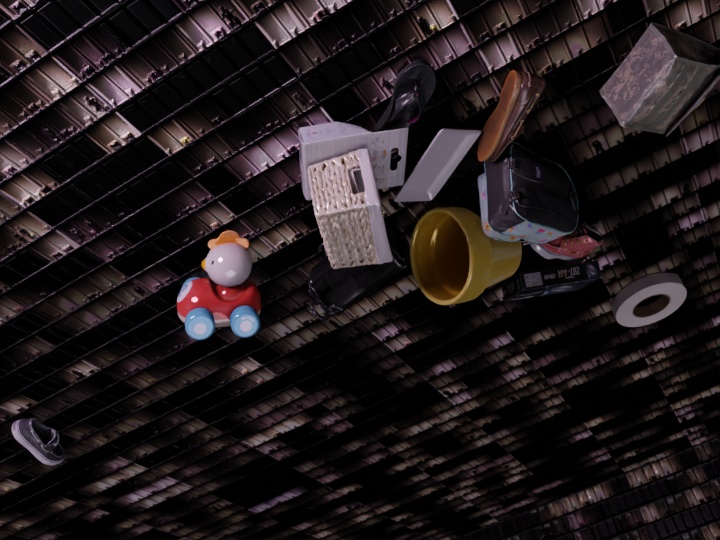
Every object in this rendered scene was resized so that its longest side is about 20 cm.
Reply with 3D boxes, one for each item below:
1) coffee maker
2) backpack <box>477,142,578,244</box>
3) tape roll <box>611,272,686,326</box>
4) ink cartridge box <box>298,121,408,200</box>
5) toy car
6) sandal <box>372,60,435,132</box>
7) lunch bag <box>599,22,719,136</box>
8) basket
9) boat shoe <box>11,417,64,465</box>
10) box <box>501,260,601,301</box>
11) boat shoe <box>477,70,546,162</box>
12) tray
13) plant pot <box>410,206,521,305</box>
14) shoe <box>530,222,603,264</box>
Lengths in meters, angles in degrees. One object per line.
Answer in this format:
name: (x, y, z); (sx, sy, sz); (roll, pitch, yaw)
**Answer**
coffee maker: (0.000, 0.000, 1.687); (0.199, 0.194, 0.134); (-37, 122, 26)
backpack: (0.339, -0.141, 1.632); (0.197, 0.179, 0.153); (9, 155, -27)
tape roll: (0.779, 0.081, 2.178); (0.199, 0.037, 0.204); (-9, 143, -6)
ink cartridge box: (-0.015, -0.213, 1.524); (0.197, 0.058, 0.164); (-14, 147, -10)
toy car: (-0.291, 0.010, 1.664); (0.174, 0.185, 0.203); (-2, 113, -15)
sandal: (0.084, -0.288, 1.457); (0.074, 0.048, 0.201); (4, 141, -22)
lunch bag: (0.576, -0.344, 1.495); (0.197, 0.119, 0.165); (3, 140, -30)
basket: (-0.019, -0.107, 1.513); (0.121, 0.137, 0.201); (-13, 147, 2)
boat shoe: (-0.818, 0.441, 2.098); (0.067, 0.072, 0.201); (-17, 136, 8)
box: (0.455, 0.026, 1.942); (0.197, 0.044, 0.160); (-8, 169, -8)
boat shoe: (0.282, -0.281, 1.513); (0.069, 0.071, 0.201); (5, 139, -17)
tray: (0.146, -0.210, 1.588); (0.106, 0.022, 0.201); (-7, 146, -37)
plant pot: (0.236, -0.038, 1.731); (0.187, 0.202, 0.201); (-7, 146, -37)
shoe: (0.472, -0.073, 1.853); (0.198, 0.072, 0.091); (13, 135, -39)
